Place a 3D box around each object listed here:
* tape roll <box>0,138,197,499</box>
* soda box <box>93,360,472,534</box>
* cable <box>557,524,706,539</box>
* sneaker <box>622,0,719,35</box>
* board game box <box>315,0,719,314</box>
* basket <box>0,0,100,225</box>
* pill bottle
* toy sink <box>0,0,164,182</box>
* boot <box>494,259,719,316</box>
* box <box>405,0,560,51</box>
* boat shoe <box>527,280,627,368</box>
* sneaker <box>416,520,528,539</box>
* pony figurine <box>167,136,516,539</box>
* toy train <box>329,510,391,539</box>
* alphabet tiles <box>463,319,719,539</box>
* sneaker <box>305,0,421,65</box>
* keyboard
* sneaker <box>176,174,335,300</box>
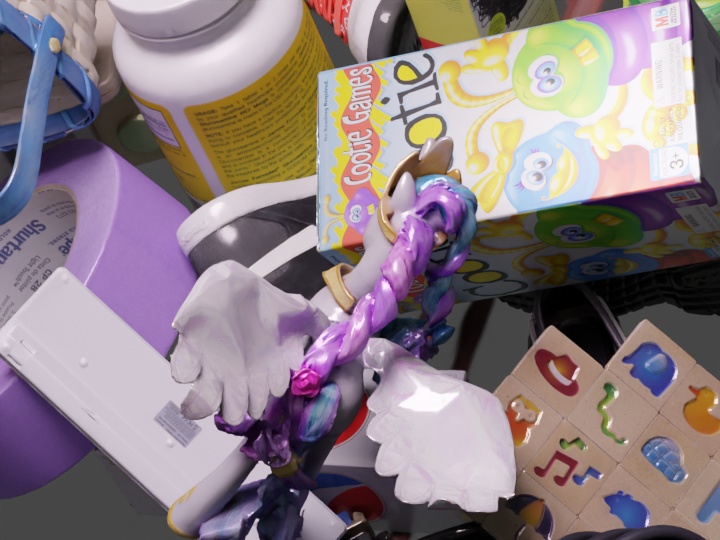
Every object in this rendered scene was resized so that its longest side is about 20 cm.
[{"bbox_3d":[-0.182,0.026,1.204,0.200,0.066,0.200,-35,33,27],"label":"tape roll"},{"bbox_3d":[-0.034,0.093,1.143,0.200,0.068,0.064,0,53,22],"label":"soda box"},{"bbox_3d":[0.113,0.214,0.957,0.163,0.051,0.200,41,86,2],"label":"cable"},{"bbox_3d":[0.246,-0.158,1.224,0.200,0.084,0.074,-6,51,16],"label":"sneaker"},{"bbox_3d":[0.089,-0.055,1.093,0.200,0.105,0.103,-10,67,24],"label":"board game box"},{"bbox_3d":[-0.231,-0.099,1.157,0.176,0.139,0.200,-11,60,30],"label":"basket"},{"bbox_3d":[-0.073,-0.111,1.233,0.112,0.200,0.113,-11,50,13],"label":"pill bottle"},{"bbox_3d":[-0.189,-0.126,1.342,0.130,0.112,0.200,-15,45,10],"label":"toy sink"},{"bbox_3d":[0.157,-0.038,1.189,0.200,0.068,0.131,4,44,23],"label":"boot"},{"bbox_3d":[0.069,-0.145,1.205,0.050,0.200,0.075,20,63,30],"label":"box"},{"bbox_3d":[0.119,0.088,1.090,0.073,0.063,0.200,-17,49,9],"label":"boat shoe"},{"bbox_3d":[0.001,0.172,1.032,0.200,0.100,0.070,-30,78,-4],"label":"sneaker"},{"bbox_3d":[-0.018,0.049,0.998,0.166,0.200,0.193,28,39,-11],"label":"pony figurine"},{"bbox_3d":[-0.075,0.176,1.118,0.200,0.034,0.046,-25,38,1],"label":"toy train"},{"bbox_3d":[0.137,0.126,1.015,0.200,0.008,0.167,40,71,3],"label":"alphabet tiles"},{"bbox_3d":[-0.013,-0.163,1.274,0.108,0.067,0.201,16,20,4],"label":"sneaker"},{"bbox_3d":[-0.098,0.084,1.096,0.200,0.011,0.056,42,78,3],"label":"keyboard"},{"bbox_3d":[0.000,0.000,1.196,0.200,0.073,0.112,-18,74,-37],"label":"sneaker"}]
